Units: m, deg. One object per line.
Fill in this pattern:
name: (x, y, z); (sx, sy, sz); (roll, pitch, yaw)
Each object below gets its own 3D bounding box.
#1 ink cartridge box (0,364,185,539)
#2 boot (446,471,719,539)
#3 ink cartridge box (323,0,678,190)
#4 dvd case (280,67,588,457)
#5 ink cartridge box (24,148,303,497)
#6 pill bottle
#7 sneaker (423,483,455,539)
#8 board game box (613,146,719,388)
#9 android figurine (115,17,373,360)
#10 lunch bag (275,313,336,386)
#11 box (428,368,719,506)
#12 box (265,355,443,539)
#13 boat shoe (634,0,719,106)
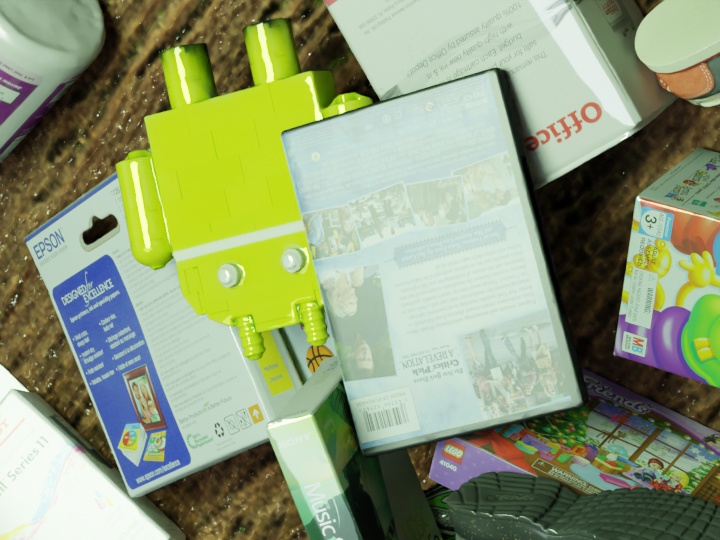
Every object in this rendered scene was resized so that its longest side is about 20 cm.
ink cartridge box: (-0.238, 0.166, 1.608); (0.200, 0.067, 0.117); (41, 90, 10)
boot: (0.141, 0.192, 1.269); (0.199, 0.070, 0.132); (9, 117, 39)
ink cartridge box: (0.075, -0.148, 1.325); (0.146, 0.083, 0.201); (-29, 92, 34)
dvd case: (0.042, -0.003, 1.301); (0.142, 0.018, 0.201); (-15, 89, 22)
ink cartridge box: (-0.132, 0.036, 1.503); (0.197, 0.047, 0.201); (-27, 83, 53)
pill bottle: (-0.269, -0.127, 1.516); (0.200, 0.112, 0.112); (-41, 86, 34)
sneaker: (0.075, 0.149, 1.453); (0.199, 0.078, 0.086); (-5, 99, 22)
board game box: (0.259, 0.015, 1.267); (0.199, 0.105, 0.103); (17, 117, 25)
android figurine: (-0.064, -0.047, 1.375); (0.181, 0.041, 0.201); (-11, 88, 25)
lunch bag: (0.000, 0.000, 1.432); (0.160, 0.075, 0.201); (3, 110, 34)
box: (0.159, 0.125, 1.348); (0.199, 0.137, 0.039); (25, 120, 19)
box: (0.010, 0.159, 1.354); (0.036, 0.144, 0.201); (-20, 98, 17)
boat shoe: (0.250, -0.144, 1.240); (0.199, 0.071, 0.063); (-21, 139, 32)
